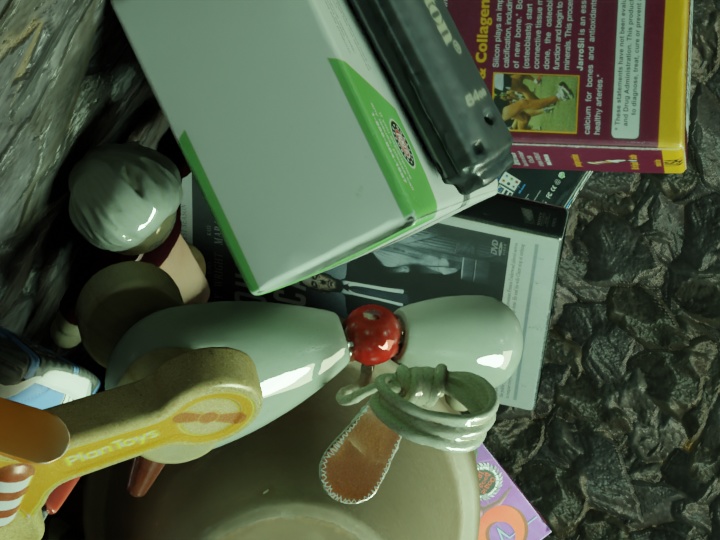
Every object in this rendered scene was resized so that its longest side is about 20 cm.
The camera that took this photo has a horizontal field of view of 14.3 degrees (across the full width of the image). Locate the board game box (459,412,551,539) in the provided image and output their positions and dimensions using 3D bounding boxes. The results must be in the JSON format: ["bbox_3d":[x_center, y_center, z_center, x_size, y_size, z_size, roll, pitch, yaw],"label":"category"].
[{"bbox_3d":[-0.013,0.151,1.496,0.200,0.120,0.032,-39,-154,1],"label":"board game box"}]

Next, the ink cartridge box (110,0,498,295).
[{"bbox_3d":[-0.019,-0.077,1.284,0.084,0.146,0.200,-26,178,13],"label":"ink cartridge box"}]

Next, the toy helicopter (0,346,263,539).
[{"bbox_3d":[-0.137,0.067,1.130,0.200,0.079,0.132,-18,144,-1],"label":"toy helicopter"}]

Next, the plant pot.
[{"bbox_3d":[-0.035,0.136,1.368,0.201,0.200,0.175,-61,-169,13],"label":"plant pot"}]

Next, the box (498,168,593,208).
[{"bbox_3d":[0.037,-0.049,1.691,0.200,0.159,0.046,-57,174,-21],"label":"box"}]

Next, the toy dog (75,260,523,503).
[{"bbox_3d":[-0.033,0.060,1.278,0.132,0.199,0.097,-77,177,-58],"label":"toy dog"}]

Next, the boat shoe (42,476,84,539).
[{"bbox_3d":[-0.149,0.143,1.547,0.075,0.075,0.202,-57,171,-17],"label":"boat shoe"}]

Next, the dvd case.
[{"bbox_3d":[0.000,0.000,1.459,0.150,0.199,0.025,94,10,-53],"label":"dvd case"}]

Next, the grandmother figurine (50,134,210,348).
[{"bbox_3d":[-0.103,-0.015,1.353,0.200,0.060,0.122,92,21,-78],"label":"grandmother figurine"}]

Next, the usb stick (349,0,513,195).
[{"bbox_3d":[0.010,-0.127,1.232,0.033,0.200,0.055,-25,-174,18],"label":"usb stick"}]

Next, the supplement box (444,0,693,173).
[{"bbox_3d":[0.064,-0.110,1.421,0.086,0.199,0.111,40,53,-80],"label":"supplement box"}]

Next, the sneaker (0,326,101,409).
[{"bbox_3d":[-0.159,0.068,1.240,0.077,0.076,0.200,-61,171,-11],"label":"sneaker"}]

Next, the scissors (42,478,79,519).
[{"bbox_3d":[-0.148,0.116,1.276,0.073,0.014,0.200,-40,-168,31],"label":"scissors"}]
